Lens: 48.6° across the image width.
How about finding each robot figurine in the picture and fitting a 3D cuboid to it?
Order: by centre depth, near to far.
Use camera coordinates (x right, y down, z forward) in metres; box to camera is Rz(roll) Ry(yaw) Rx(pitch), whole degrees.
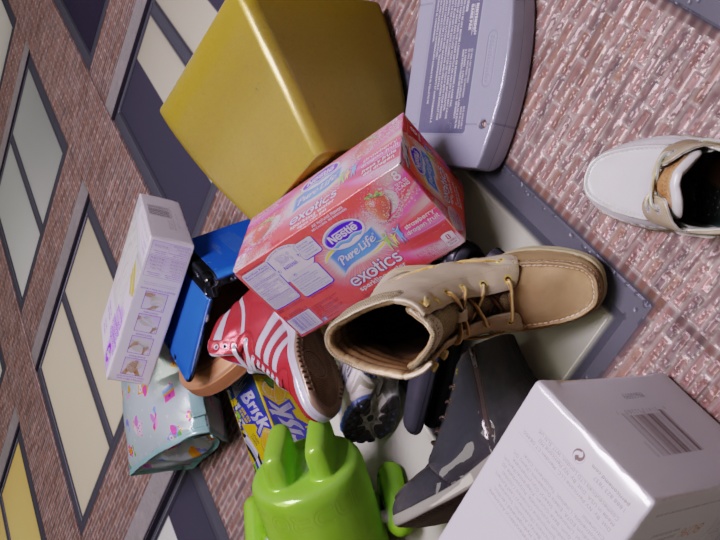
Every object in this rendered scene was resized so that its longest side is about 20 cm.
[{"bbox_3d":[-0.037,0.249,0.801,0.116,0.174,0.201,-94,-13,-71],"label":"robot figurine"}]

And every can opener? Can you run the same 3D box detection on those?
[{"bbox_3d":[0.078,0.065,0.743,0.079,0.063,0.201,39,117,46],"label":"can opener"}]

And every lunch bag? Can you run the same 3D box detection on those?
[{"bbox_3d":[-0.259,0.181,1.125,0.200,0.121,0.172,-43,53,48],"label":"lunch bag"}]

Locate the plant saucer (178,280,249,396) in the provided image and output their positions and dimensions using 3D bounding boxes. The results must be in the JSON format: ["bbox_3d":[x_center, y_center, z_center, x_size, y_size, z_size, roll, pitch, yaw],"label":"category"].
[{"bbox_3d":[-0.159,0.062,0.994,0.200,0.032,0.201,-35,31,24],"label":"plant saucer"}]

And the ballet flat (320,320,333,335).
[{"bbox_3d":[0.000,0.000,0.866,0.063,0.069,0.201,39,124,15],"label":"ballet flat"}]

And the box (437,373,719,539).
[{"bbox_3d":[0.156,0.183,0.558,0.106,0.151,0.201,50,124,41],"label":"box"}]

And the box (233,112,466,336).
[{"bbox_3d":[-0.010,-0.040,0.748,0.199,0.103,0.095,-32,29,26],"label":"box"}]

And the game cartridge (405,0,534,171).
[{"bbox_3d":[0.102,-0.197,0.760,0.133,0.041,0.202,15,99,55],"label":"game cartridge"}]

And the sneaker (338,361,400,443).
[{"bbox_3d":[0.013,0.078,0.815,0.201,0.076,0.085,-67,32,28],"label":"sneaker"}]

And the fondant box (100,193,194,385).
[{"bbox_3d":[-0.277,0.022,1.022,0.201,0.058,0.144,-69,27,18],"label":"fondant box"}]

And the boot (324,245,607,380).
[{"bbox_3d":[0.085,0.031,0.619,0.198,0.155,0.073,-2,101,21],"label":"boot"}]

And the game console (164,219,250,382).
[{"bbox_3d":[-0.171,0.028,0.999,0.200,0.170,0.119,31,138,63],"label":"game console"}]

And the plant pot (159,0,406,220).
[{"bbox_3d":[-0.064,-0.159,0.857,0.200,0.199,0.177,-41,67,42],"label":"plant pot"}]

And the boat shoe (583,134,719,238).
[{"bbox_3d":[0.232,-0.061,0.551,0.199,0.068,0.075,12,96,52],"label":"boat shoe"}]

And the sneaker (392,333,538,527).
[{"bbox_3d":[0.093,0.150,0.718,0.200,0.074,0.107,-43,50,30],"label":"sneaker"}]

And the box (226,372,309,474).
[{"bbox_3d":[-0.098,0.186,0.953,0.064,0.070,0.201,-53,48,33],"label":"box"}]

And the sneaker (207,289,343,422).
[{"bbox_3d":[-0.093,0.097,0.833,0.112,0.071,0.201,-38,46,14],"label":"sneaker"}]
